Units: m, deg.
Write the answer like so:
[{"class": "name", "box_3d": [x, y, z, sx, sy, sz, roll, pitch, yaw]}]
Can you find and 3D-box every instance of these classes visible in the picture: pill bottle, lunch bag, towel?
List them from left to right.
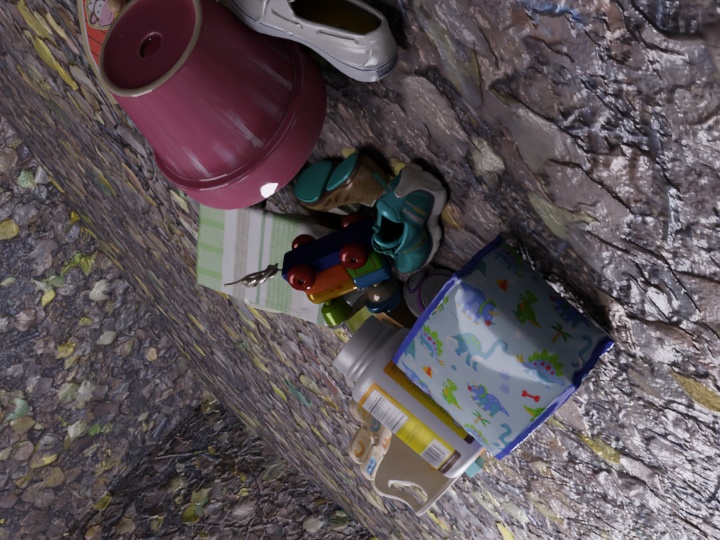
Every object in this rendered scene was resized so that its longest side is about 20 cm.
[{"class": "towel", "box_3d": [-0.120, -0.018, 1.291, 0.199, 0.031, 0.150, 18, 125, 12]}, {"class": "pill bottle", "box_3d": [0.066, 0.146, 1.181, 0.200, 0.109, 0.109, 40, 162, 6]}, {"class": "lunch bag", "box_3d": [0.139, 0.094, 1.050, 0.170, 0.127, 0.200, 43, 132, 11]}]

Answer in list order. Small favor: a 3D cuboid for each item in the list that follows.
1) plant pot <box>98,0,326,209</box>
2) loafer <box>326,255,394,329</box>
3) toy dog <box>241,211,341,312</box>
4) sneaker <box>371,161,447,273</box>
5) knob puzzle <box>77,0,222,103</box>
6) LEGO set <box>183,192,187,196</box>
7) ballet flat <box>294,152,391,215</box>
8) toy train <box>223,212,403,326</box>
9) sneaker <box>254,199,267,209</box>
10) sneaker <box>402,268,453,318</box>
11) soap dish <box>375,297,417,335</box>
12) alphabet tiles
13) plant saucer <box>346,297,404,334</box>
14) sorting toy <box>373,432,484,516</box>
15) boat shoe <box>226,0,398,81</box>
[{"class": "plant pot", "box_3d": [-0.160, -0.189, 1.010, 0.200, 0.201, 0.179, 33, 177, 36]}, {"class": "loafer", "box_3d": [0.000, 0.000, 1.305, 0.075, 0.070, 0.200, 50, 138, 9]}, {"class": "toy dog", "box_3d": [-0.084, -0.008, 1.414, 0.193, 0.140, 0.200, 32, 162, 3]}, {"class": "sneaker", "box_3d": [0.042, -0.049, 1.114, 0.077, 0.080, 0.200, 40, 162, 18]}, {"class": "knob puzzle", "box_3d": [-0.264, -0.284, 1.142, 0.218, 0.030, 0.221, 8, 105, 29]}, {"class": "LEGO set", "box_3d": [-0.193, -0.202, 1.233, 0.154, 0.115, 0.201, 118, 133, -77]}, {"class": "ballet flat", "box_3d": [-0.018, -0.099, 1.197, 0.072, 0.068, 0.200, 31, 164, -20]}, {"class": "toy train", "box_3d": [-0.054, 0.022, 1.213, 0.116, 0.199, 0.085, 59, -163, -29]}, {"class": "sneaker", "box_3d": [-0.147, -0.114, 1.319, 0.067, 0.090, 0.201, 10, 143, -10]}, {"class": "sneaker", "box_3d": [0.128, 0.073, 1.185, 0.200, 0.075, 0.100, 35, 158, 33]}, {"class": "soap dish", "box_3d": [0.101, 0.133, 1.304, 0.199, 0.081, 0.158, 34, 149, 12]}, {"class": "alphabet tiles", "box_3d": [0.050, 0.246, 1.573, 0.015, 0.196, 0.201, -3, 131, 38]}, {"class": "plant saucer", "box_3d": [0.060, 0.092, 1.418, 0.199, 0.031, 0.201, 32, 151, 20]}, {"class": "sorting toy", "box_3d": [0.108, 0.279, 1.494, 0.199, 0.180, 0.107, 18, 153, 53]}, {"class": "boat shoe", "box_3d": [-0.054, -0.251, 0.907, 0.202, 0.075, 0.086, 37, 161, 23]}]
